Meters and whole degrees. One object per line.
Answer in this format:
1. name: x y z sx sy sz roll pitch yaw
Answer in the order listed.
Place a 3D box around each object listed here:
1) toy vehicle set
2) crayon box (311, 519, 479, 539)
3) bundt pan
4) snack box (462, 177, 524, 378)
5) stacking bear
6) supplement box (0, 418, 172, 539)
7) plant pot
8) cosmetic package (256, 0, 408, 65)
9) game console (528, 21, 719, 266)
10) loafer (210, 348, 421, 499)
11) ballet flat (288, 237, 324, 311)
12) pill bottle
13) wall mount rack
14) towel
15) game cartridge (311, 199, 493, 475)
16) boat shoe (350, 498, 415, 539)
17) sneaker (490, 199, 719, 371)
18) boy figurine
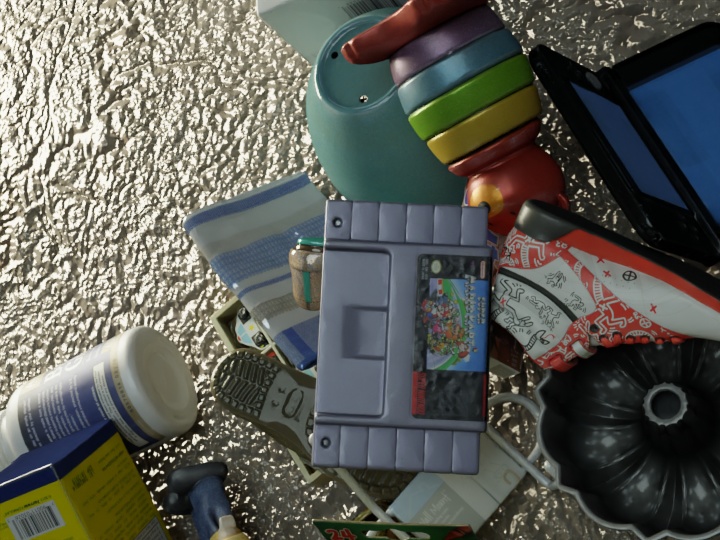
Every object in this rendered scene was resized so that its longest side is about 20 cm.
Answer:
1. toy vehicle set: -0.044 0.081 1.029 0.124 0.027 0.200 -40 61 9
2. crayon box: 0.047 0.260 0.827 0.126 0.200 0.051 -5 43 25
3. bundt pan: 0.239 0.110 0.848 0.201 0.076 0.203 -10 66 24
4. snack box: 0.113 -0.015 0.930 0.024 0.072 0.201 -29 41 50
5. stacking bear: 0.094 -0.120 0.884 0.121 0.114 0.201 -24 94 43
6. supplement box: -0.239 0.252 0.973 0.109 0.109 0.201 -23 96 18
7. plant pot: 0.029 -0.157 1.009 0.199 0.135 0.201 -8 70 24
8. cosmetic package: 0.002 -0.339 1.088 0.199 0.123 0.201 -16 69 21
9. game console: 0.256 -0.117 0.881 0.116 0.176 0.200 -42 58 27
10. loafer: -0.033 0.129 0.957 0.200 0.067 0.076 31 82 15
11. ballet flat: 0.000 0.000 0.952 0.068 0.200 0.068 6 99 32
12. pill bottle: -0.266 0.141 1.070 0.199 0.111 0.111 -26 64 16
13. wall mount rack: 0.061 0.152 0.881 0.174 0.075 0.200 42 73 6
14. towel: -0.053 -0.007 1.014 0.147 0.024 0.200 -23 57 -31
15. game cartridge: 0.033 0.048 0.834 0.129 0.038 0.201 2 83 5
16. boat shoe: -0.025 0.278 0.932 0.072 0.068 0.200 28 87 30
17. sneaker: 0.191 0.035 0.827 0.201 0.067 0.108 27 108 16
18. boy figurine: -0.118 0.269 0.962 0.125 0.064 0.200 110 147 -45
